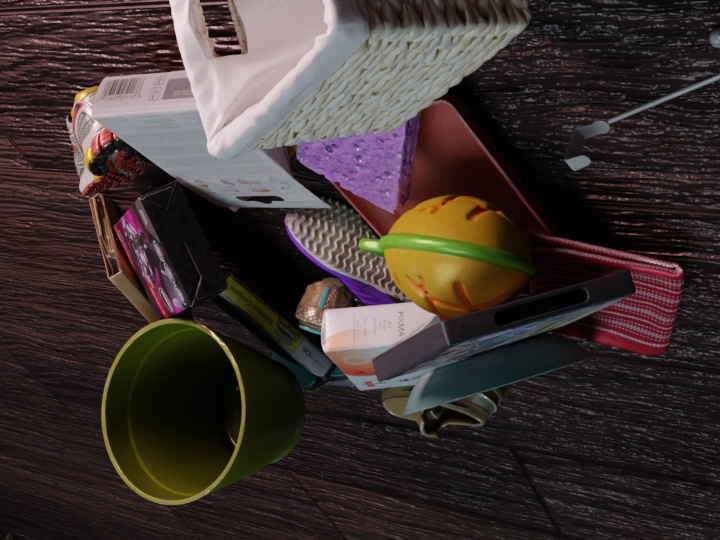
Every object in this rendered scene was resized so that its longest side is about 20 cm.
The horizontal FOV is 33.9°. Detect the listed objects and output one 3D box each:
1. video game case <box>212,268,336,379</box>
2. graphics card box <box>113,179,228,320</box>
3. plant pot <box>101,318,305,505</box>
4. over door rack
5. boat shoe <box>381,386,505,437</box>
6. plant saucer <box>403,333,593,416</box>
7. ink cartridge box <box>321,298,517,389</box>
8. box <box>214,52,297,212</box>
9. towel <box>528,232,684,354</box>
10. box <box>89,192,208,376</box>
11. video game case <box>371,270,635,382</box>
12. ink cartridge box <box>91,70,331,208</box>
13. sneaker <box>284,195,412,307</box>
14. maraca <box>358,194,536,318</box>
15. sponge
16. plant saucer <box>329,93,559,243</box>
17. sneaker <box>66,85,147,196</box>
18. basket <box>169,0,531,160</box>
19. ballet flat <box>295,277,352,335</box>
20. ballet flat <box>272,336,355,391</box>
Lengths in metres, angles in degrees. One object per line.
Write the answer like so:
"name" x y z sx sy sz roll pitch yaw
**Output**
"video game case" -0.135 0.050 1.417 0.180 0.026 0.199 42 169 -25
"graphics card box" -0.209 -0.016 1.280 0.127 0.050 0.200 65 159 -3
"plant pot" -0.164 0.165 1.380 0.198 0.204 0.192 9 178 29
"over door rack" 0.188 -0.177 0.800 0.199 0.067 0.148 -28 123 32
"boat shoe" 0.088 0.167 1.451 0.071 0.077 0.199 39 149 -23
"plant saucer" 0.133 0.100 1.181 0.199 0.198 0.036 -27 77 56
"ink cartridge box" 0.074 0.080 1.231 0.197 0.051 0.162 -3 160 13
"box" -0.142 -0.130 1.200 0.118 0.042 0.200 34 148 -13
"towel" 0.228 0.027 1.118 0.143 0.023 0.200 13 159 15
"box" -0.259 0.018 1.450 0.201 0.021 0.164 57 -176 -42
"video game case" 0.121 0.052 1.054 0.178 0.026 0.200 -14 171 -19
"ink cartridge box" -0.136 -0.123 1.143 0.161 0.051 0.199 3 160 37
"sneaker" 0.000 0.001 1.262 0.198 0.070 0.100 30 154 -5
"maraca" 0.077 -0.013 1.068 0.136 0.109 0.199 17 175 -23
"sponge" 0.000 -0.148 1.003 0.111 0.030 0.201 29 142 19
"plant saucer" 0.066 -0.085 1.101 0.198 0.037 0.200 -6 138 45
"sneaker" -0.276 -0.140 1.277 0.083 0.077 0.200 66 160 7
"basket" -0.020 -0.204 0.777 0.159 0.201 0.200 -10 168 -31
"ballet flat" -0.032 0.043 1.349 0.070 0.066 0.200 19 177 1
"ballet flat" -0.036 0.118 1.488 0.072 0.073 0.199 41 155 -25
